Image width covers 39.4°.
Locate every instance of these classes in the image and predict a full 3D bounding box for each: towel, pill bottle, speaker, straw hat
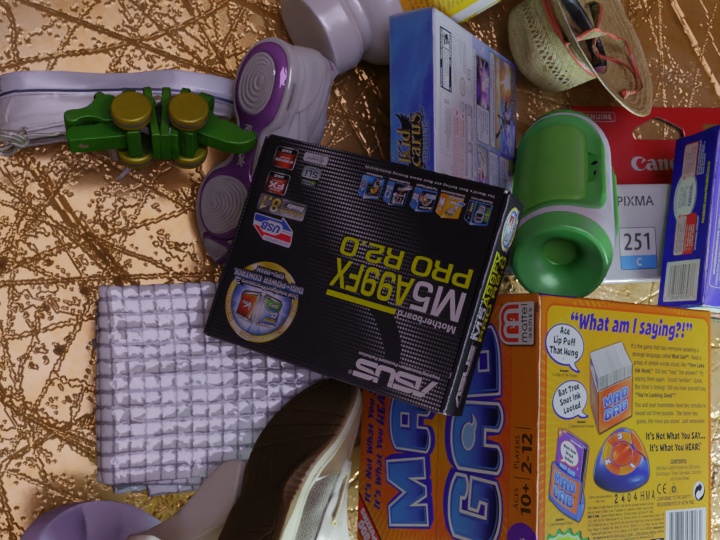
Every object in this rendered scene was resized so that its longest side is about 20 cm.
[{"bbox_3d":[-0.118,0.091,0.820,0.200,0.086,0.166,-3,88,-18],"label":"towel"},{"bbox_3d":[0.035,-0.250,0.878,0.200,0.113,0.113,-33,95,-16],"label":"pill bottle"},{"bbox_3d":[0.171,-0.061,0.854,0.088,0.088,0.200,34,35,-12],"label":"speaker"},{"bbox_3d":[0.185,-0.215,0.929,0.201,0.085,0.201,31,48,-41],"label":"straw hat"}]

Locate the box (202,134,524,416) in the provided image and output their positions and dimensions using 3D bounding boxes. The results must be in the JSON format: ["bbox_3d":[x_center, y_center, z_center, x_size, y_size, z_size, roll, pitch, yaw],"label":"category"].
[{"bbox_3d":[0.000,0.000,0.728,0.200,0.044,0.160,17,86,24],"label":"box"}]

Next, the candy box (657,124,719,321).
[{"bbox_3d":[0.391,-0.031,0.944,0.200,0.077,0.169,10,84,-16],"label":"candy box"}]

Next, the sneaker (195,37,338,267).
[{"bbox_3d":[-0.070,-0.090,0.833,0.100,0.075,0.200,-9,128,-53],"label":"sneaker"}]

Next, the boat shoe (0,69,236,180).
[{"bbox_3d":[-0.190,-0.114,0.818,0.202,0.075,0.086,-2,85,-15],"label":"boat shoe"}]

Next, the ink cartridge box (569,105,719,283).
[{"bbox_3d":[0.306,-0.078,0.983,0.200,0.045,0.176,-3,87,-18],"label":"ink cartridge box"}]

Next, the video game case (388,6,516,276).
[{"bbox_3d":[0.083,-0.100,0.860,0.181,0.045,0.200,9,80,-60],"label":"video game case"}]

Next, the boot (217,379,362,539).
[{"bbox_3d":[-0.025,0.198,0.762,0.155,0.072,0.200,58,39,-32],"label":"boot"}]

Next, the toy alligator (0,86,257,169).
[{"bbox_3d":[-0.180,-0.115,0.764,0.200,0.059,0.054,-1,59,-9],"label":"toy alligator"}]

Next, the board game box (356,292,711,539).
[{"bbox_3d":[0.137,0.126,0.805,0.200,0.200,0.200,6,83,-36],"label":"board game box"}]

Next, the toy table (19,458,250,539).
[{"bbox_3d":[-0.141,0.232,0.732,0.200,0.117,0.184,33,52,-55],"label":"toy table"}]
